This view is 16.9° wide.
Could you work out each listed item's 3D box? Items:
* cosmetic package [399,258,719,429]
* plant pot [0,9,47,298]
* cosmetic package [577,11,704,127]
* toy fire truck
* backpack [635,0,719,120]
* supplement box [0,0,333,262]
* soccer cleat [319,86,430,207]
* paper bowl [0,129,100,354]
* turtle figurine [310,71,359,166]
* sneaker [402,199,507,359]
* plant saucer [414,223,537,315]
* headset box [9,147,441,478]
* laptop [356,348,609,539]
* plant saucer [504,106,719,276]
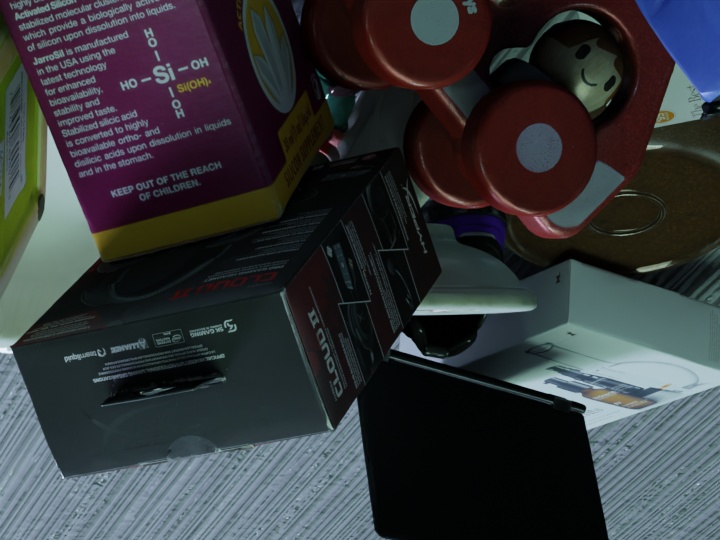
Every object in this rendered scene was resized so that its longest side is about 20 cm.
[{"bbox_3d":[0.141,0.057,1.665,0.150,0.052,0.200,19,155,-28],"label":"cosmetic package"},{"bbox_3d":[-0.256,-0.072,1.210,0.181,0.199,0.201,7,117,4],"label":"plant pot"},{"bbox_3d":[0.161,-0.152,1.339,0.082,0.051,0.200,-9,149,12],"label":"cosmetic package"},{"bbox_3d":[0.079,-0.125,1.214,0.200,0.168,0.112,48,169,-15],"label":"toy fire truck"},{"bbox_3d":[0.227,-0.189,1.171,0.162,0.168,0.200,-30,174,35],"label":"backpack"},{"bbox_3d":[-0.101,-0.126,1.194,0.103,0.131,0.201,-14,111,19],"label":"supplement box"},{"bbox_3d":[0.038,-0.094,1.298,0.077,0.201,0.069,30,168,-9],"label":"soccer cleat"},{"bbox_3d":[-0.190,-0.062,1.362,0.200,0.104,0.202,7,117,13],"label":"paper bowl"},{"bbox_3d":[-0.017,-0.085,1.402,0.149,0.101,0.200,-9,144,12],"label":"turtle figurine"},{"bbox_3d":[0.039,0.010,1.532,0.069,0.100,0.200,1,164,-16],"label":"sneaker"},{"bbox_3d":[0.000,0.000,1.370,0.199,0.051,0.200,0,177,0],"label":"plant saucer"},{"bbox_3d":[-0.064,0.023,1.174,0.148,0.200,0.078,-12,108,24],"label":"headset box"},{"bbox_3d":[0.044,0.118,1.539,0.187,0.116,0.200,18,173,-32],"label":"laptop"},{"bbox_3d":[0.166,-0.047,1.537,0.199,0.035,0.201,-2,151,-1],"label":"plant saucer"}]
